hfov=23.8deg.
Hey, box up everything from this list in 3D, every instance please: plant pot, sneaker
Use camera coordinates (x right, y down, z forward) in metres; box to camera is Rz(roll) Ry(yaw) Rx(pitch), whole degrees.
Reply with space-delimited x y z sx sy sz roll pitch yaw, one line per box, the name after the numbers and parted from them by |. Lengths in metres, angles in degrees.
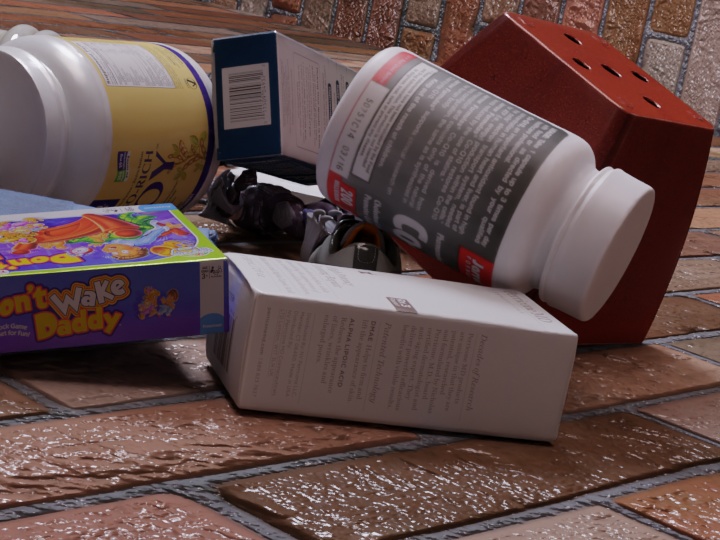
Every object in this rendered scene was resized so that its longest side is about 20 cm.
0.140 -0.076 1.262 0.199 0.177 0.200 2 35 -51 | plant pot
0.000 0.000 1.186 0.073 0.080 0.200 8 11 -6 | sneaker

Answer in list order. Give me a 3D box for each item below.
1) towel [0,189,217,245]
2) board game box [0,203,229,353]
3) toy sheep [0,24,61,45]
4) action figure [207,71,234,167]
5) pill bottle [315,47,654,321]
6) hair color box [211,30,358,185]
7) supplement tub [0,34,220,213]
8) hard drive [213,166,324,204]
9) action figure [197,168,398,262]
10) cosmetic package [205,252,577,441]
-0.192 -0.011 1.128 0.198 0.049 0.112 11 16 -8 | towel
-0.188 0.004 0.985 0.198 0.045 0.134 -5 17 -20 | board game box
-0.296 -0.155 1.515 0.198 0.139 0.138 9 11 10 | toy sheep
-0.140 -0.142 1.577 0.199 0.106 0.193 -12 9 -39 | action figure
0.081 -0.054 1.112 0.199 0.115 0.114 29 17 17 | pill bottle
-0.056 -0.130 1.419 0.060 0.101 0.200 -4 -5 20 | hair color box
-0.217 -0.107 1.322 0.145 0.147 0.199 18 14 31 | supplement tub
-0.054 -0.079 1.635 0.131 0.027 0.200 12 12 8 | hard drive
-0.051 -0.048 1.393 0.129 0.070 0.199 -5 16 -38 | action figure
0.016 0.044 1.008 0.198 0.075 0.102 6 13 -19 | cosmetic package
